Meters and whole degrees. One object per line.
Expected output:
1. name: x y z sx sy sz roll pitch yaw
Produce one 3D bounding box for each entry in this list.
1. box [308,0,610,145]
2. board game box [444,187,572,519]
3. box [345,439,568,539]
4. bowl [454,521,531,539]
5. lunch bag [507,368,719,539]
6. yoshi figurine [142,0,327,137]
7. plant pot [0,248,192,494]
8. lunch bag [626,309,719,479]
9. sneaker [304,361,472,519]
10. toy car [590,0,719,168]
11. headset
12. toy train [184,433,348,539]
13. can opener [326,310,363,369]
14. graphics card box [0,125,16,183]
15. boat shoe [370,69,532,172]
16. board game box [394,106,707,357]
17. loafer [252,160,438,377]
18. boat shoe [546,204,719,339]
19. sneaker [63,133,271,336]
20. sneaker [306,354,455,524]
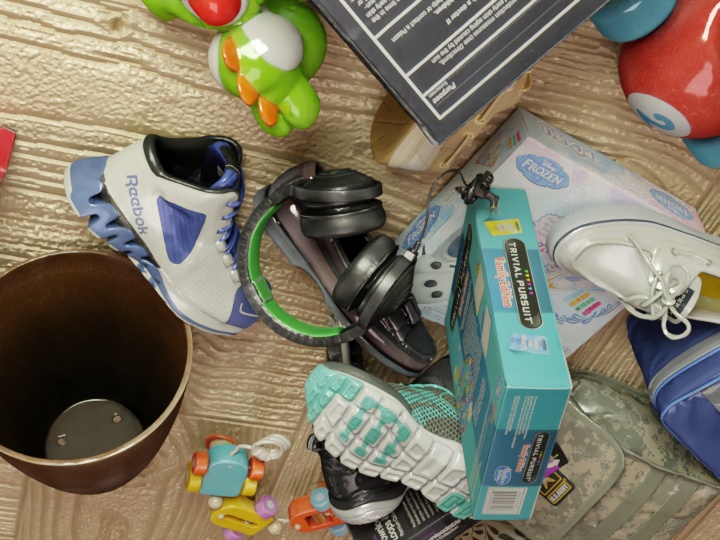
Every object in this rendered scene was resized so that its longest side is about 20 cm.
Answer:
1. box: 0.046 -0.219 0.650 0.200 0.123 0.198 -39 123 8
2. board game box: 0.105 0.060 0.854 0.047 0.200 0.151 2 134 -5
3. box: 0.072 0.179 1.030 0.200 0.143 0.036 -32 120 1
4. bowl: 0.175 0.300 1.212 0.200 0.095 0.201 11 168 2
5. lunch bag: 0.229 0.195 1.123 0.199 0.118 0.164 21 127 -16
6. yoshi figurine: -0.081 -0.187 0.748 0.112 0.112 0.200 -40 121 -22
7. plant pot: -0.235 0.114 0.967 0.186 0.188 0.200 1 149 -7
8. lunch bag: 0.348 0.110 1.036 0.136 0.133 0.200 -34 128 25
9. sneaker: 0.038 0.124 0.922 0.200 0.091 0.078 35 119 -22
10. toy car: 0.269 -0.121 0.752 0.177 0.200 0.184 -31 129 23
11. headset: 0.005 -0.023 0.846 0.199 0.094 0.124 -25 94 24
12. toy train: -0.090 0.212 1.152 0.150 0.056 0.200 -19 136 12
13. can opener: 0.003 0.088 1.036 0.067 0.053 0.200 -6 136 1
14. graphics card box: -0.357 -0.045 0.872 0.125 0.051 0.200 20 130 -23
15. boat shoe: 0.085 -0.144 0.809 0.069 0.074 0.200 17 136 -31
16. board game box: 0.147 -0.016 0.954 0.199 0.043 0.199 25 128 -26
17. loafer: 0.000 0.000 0.902 0.063 0.072 0.200 -37 103 25
18. boat shoe: 0.244 0.012 0.901 0.201 0.086 0.075 15 130 -20
19. sneaker: -0.121 -0.036 0.882 0.115 0.081 0.199 -28 129 23
20. sneaker: 0.031 0.118 0.998 0.075 0.200 0.114 9 135 44
